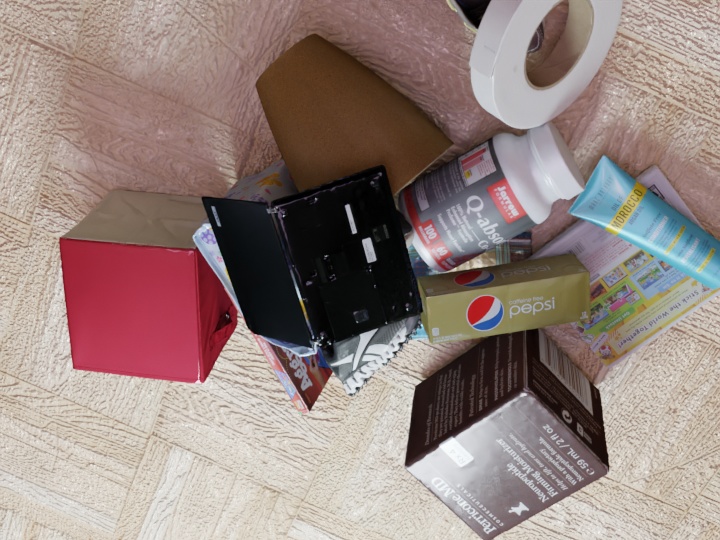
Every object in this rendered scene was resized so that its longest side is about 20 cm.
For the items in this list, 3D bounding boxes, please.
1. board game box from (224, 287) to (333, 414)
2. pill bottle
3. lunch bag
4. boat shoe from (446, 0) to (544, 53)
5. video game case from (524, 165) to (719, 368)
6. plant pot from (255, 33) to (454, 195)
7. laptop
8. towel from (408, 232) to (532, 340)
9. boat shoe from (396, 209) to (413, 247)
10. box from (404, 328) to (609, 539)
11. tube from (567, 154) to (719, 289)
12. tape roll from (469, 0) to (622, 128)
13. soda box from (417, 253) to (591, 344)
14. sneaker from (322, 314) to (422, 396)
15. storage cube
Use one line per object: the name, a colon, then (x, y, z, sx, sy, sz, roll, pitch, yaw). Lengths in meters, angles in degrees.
board game box: (-0.101, 0.077, 1.289, 0.019, 0.103, 0.201, -16, 113, 31)
pill bottle: (0.153, -0.090, 1.160, 0.199, 0.116, 0.116, -29, 108, 21)
lunch bag: (-0.087, -0.018, 1.205, 0.126, 0.170, 0.201, -21, 109, 23)
boat shoe: (0.142, -0.278, 1.047, 0.071, 0.060, 0.199, -22, 150, 27)
video game case: (0.334, 0.000, 1.217, 0.199, 0.023, 0.182, -38, 104, 17)
plant pot: (-0.023, -0.164, 1.133, 0.186, 0.186, 0.201, -37, 94, 23)
laptop: (-0.053, -0.017, 1.089, 0.198, 0.103, 0.179, -19, 114, -3)
towel: (0.125, 0.024, 1.272, 0.197, 0.022, 0.148, -3, 116, 11)
boat shoe: (0.000, 0.000, 1.190, 0.075, 0.092, 0.201, 48, 156, 19)
box: (0.186, 0.200, 1.256, 0.199, 0.165, 0.166, -38, 109, 26)
tube: (0.348, -0.051, 1.162, 0.199, 0.050, 0.078, 31, 99, -3)
tape roll: (0.198, -0.247, 1.044, 0.037, 0.201, 0.204, 41, 123, 34)
soda box: (0.171, 0.033, 1.177, 0.197, 0.068, 0.065, -9, 111, -3)
sneaker: (0.010, 0.084, 1.280, 0.090, 0.066, 0.200, 44, 134, 2)
storage cube: (-0.259, 0.015, 1.250, 0.197, 0.171, 0.182, 5, 115, 8)
